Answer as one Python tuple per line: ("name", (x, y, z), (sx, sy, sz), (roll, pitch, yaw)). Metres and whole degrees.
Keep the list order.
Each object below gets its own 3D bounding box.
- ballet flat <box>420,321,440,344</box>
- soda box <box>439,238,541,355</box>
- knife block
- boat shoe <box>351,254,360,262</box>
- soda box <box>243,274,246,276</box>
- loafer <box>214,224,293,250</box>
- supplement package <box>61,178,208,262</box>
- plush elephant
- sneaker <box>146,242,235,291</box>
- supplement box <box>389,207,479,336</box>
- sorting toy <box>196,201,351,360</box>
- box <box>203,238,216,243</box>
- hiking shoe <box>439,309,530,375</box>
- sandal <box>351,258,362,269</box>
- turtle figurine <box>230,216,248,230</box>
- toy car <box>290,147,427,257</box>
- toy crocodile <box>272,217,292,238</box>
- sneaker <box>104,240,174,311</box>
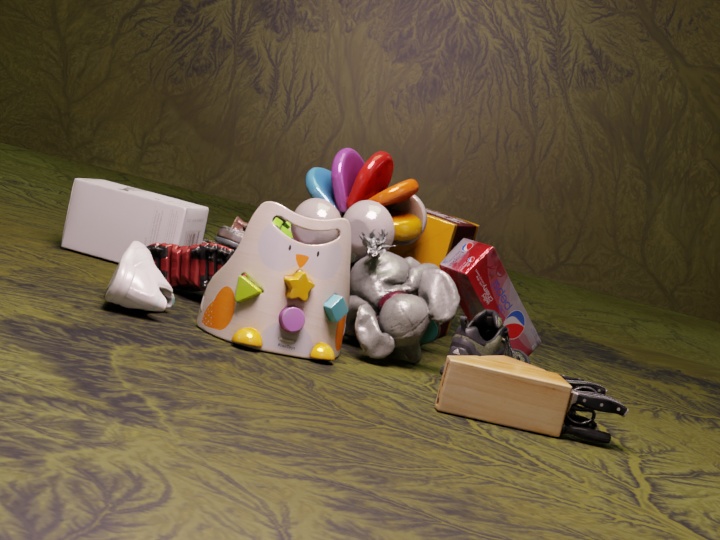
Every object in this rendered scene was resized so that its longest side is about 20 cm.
("ballet flat", (0.024, 0.066, 1.653), (0.198, 0.071, 0.071), (10, 7, -8))
("soda box", (0.196, 0.051, 1.625), (0.070, 0.063, 0.201), (21, -32, 53))
("knife block", (0.210, 0.156, 1.280), (0.175, 0.065, 0.199), (18, 7, 38))
("boat shoe", (-0.019, -0.022, 1.792), (0.070, 0.202, 0.071), (41, 15, 22))
("soda box", (-0.126, 0.040, 1.539), (0.063, 0.071, 0.200), (17, 5, 16))
("loafer", (-0.125, -0.040, 1.637), (0.199, 0.063, 0.072), (20, -4, -28))
("supplement package", (-0.369, -0.072, 1.777), (0.198, 0.119, 0.117), (15, 7, 10))
("plush elephant", (0.053, 0.055, 1.500), (0.163, 0.156, 0.201), (-21, -35, -2))
("sneaker", (-0.231, -0.003, 1.597), (0.199, 0.072, 0.098), (3, -2, 26))
("supplement box", (0.089, -0.001, 1.776), (0.132, 0.199, 0.200), (18, 7, 16))
("sorting toy", (-0.088, 0.010, 1.376), (0.198, 0.182, 0.107), (11, 6, -19))
("box", (-0.217, -0.013, 1.914), (0.159, 0.050, 0.199), (12, 6, -41))
("hiking shoe", (0.188, 0.107, 1.495), (0.075, 0.102, 0.199), (18, 7, 32))
("sandal", (0.000, 0.000, 1.614), (0.199, 0.048, 0.075), (17, -15, -27))
("turtle figurine", (-0.149, -0.026, 1.793), (0.160, 0.065, 0.200), (31, 26, -7))
("toy car", (-0.003, -0.105, 1.596), (0.198, 0.152, 0.175), (4, 13, 26))
("toy crocodile", (-0.138, -0.018, 1.712), (0.067, 0.062, 0.201), (34, 48, -7))
("sneaker", (-0.287, 0.019, 1.441), (0.088, 0.076, 0.200), (25, 10, -12))
